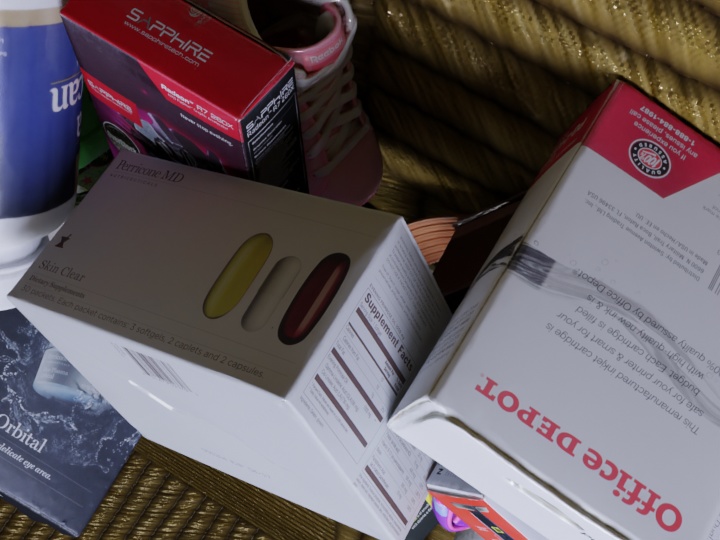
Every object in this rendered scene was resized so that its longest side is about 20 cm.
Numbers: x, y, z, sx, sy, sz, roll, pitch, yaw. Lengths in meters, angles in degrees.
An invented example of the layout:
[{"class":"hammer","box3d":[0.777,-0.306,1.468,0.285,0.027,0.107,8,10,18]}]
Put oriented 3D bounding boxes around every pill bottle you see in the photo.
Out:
[{"class":"pill bottle","box3d":[-0.217,-0.082,0.673,0.111,0.111,0.200,24,120,25]}]

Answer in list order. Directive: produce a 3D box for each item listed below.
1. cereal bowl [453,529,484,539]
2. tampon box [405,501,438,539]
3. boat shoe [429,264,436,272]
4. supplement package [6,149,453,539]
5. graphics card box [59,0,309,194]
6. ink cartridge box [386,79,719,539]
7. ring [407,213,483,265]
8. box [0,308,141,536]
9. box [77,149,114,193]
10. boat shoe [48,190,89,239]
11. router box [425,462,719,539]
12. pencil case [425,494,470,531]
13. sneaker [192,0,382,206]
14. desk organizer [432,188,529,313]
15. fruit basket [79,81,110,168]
[{"class":"cereal bowl","box3d":[0.145,0.171,0.901,0.083,0.200,0.200,49,164,17]},{"class":"tampon box","box3d":[-0.003,0.107,0.976,0.200,0.126,0.150,38,-169,-14]},{"class":"boat shoe","box3d":[0.000,0.001,0.892,0.201,0.066,0.072,36,159,-8]},{"class":"supplement package","box3d":[-0.058,0.038,0.640,0.200,0.111,0.156,15,150,34]},{"class":"graphics card box","box3d":[-0.092,-0.074,0.681,0.125,0.051,0.200,32,158,17]},{"class":"ink cartridge box","box3d":[0.126,0.032,0.580,0.145,0.200,0.083,35,159,-3]},{"class":"ring","box3d":[0.092,0.037,0.821,0.200,0.019,0.201,16,136,16]},{"class":"box","box3d":[-0.267,0.073,0.936,0.197,0.200,0.117,39,158,-24]},{"class":"box","box3d":[-0.218,-0.083,0.960,0.132,0.115,0.200,29,160,12]},{"class":"boat shoe","box3d":[-0.136,-0.053,0.839,0.200,0.093,0.075,2,151,-3]},{"class":"router box","box3d":[0.152,0.092,0.677,0.179,0.200,0.049,44,155,-26]},{"class":"pencil case","box3d":[0.029,0.079,0.762,0.200,0.088,0.088,44,168,34]},{"class":"sneaker","box3d":[-0.032,-0.105,0.686,0.105,0.075,0.200,15,149,52]},{"class":"desk organizer","box3d":[0.131,0.053,0.742,0.072,0.077,0.200,-23,117,44]},{"class":"fruit basket","box3d":[-0.242,-0.124,0.805,0.215,0.156,0.216,19,132,23]}]
